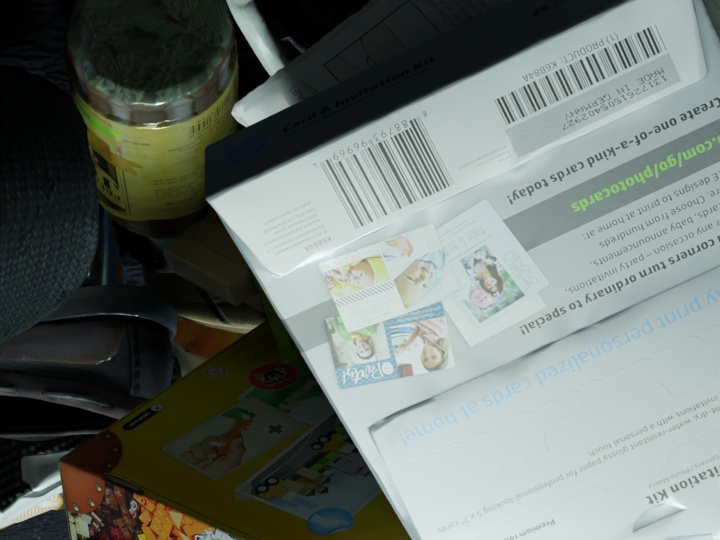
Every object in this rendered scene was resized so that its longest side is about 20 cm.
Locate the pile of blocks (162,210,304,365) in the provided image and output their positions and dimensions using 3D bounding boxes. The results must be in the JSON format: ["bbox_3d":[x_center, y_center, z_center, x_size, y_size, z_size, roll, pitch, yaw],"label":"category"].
[{"bbox_3d":[0.022,0.013,0.783,0.200,0.082,0.062,3,131,28],"label":"pile of blocks"}]

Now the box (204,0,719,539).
[{"bbox_3d":[0.065,0.015,0.637,0.156,0.041,0.200,-25,117,9],"label":"box"}]

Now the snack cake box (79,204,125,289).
[{"bbox_3d":[-0.172,-0.003,0.925,0.115,0.067,0.200,-1,159,-2],"label":"snack cake box"}]

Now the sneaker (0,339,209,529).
[{"bbox_3d":[-0.137,0.087,0.974,0.200,0.074,0.080,-18,158,34],"label":"sneaker"}]

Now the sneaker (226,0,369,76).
[{"bbox_3d":[-0.007,-0.085,0.720,0.073,0.071,0.200,-10,158,20],"label":"sneaker"}]

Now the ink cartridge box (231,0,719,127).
[{"bbox_3d":[0.085,-0.062,0.652,0.200,0.050,0.161,-33,113,29],"label":"ink cartridge box"}]

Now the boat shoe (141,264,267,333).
[{"bbox_3d":[0.000,0.000,0.942,0.200,0.072,0.068,-6,158,2],"label":"boat shoe"}]

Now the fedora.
[{"bbox_3d":[-0.159,-0.022,0.750,0.092,0.201,0.201,-8,166,-36],"label":"fedora"}]

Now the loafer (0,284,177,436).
[{"bbox_3d":[-0.171,0.055,0.895,0.200,0.063,0.072,-14,157,25],"label":"loafer"}]

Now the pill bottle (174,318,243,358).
[{"bbox_3d":[-0.072,0.116,1.059,0.111,0.200,0.111,-2,159,-1],"label":"pill bottle"}]

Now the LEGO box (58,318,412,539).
[{"bbox_3d":[0.006,0.081,0.796,0.149,0.077,0.200,19,-143,34],"label":"LEGO box"}]

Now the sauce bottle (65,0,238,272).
[{"bbox_3d":[-0.080,-0.051,0.811,0.065,0.065,0.200,-1,158,-3],"label":"sauce bottle"}]
